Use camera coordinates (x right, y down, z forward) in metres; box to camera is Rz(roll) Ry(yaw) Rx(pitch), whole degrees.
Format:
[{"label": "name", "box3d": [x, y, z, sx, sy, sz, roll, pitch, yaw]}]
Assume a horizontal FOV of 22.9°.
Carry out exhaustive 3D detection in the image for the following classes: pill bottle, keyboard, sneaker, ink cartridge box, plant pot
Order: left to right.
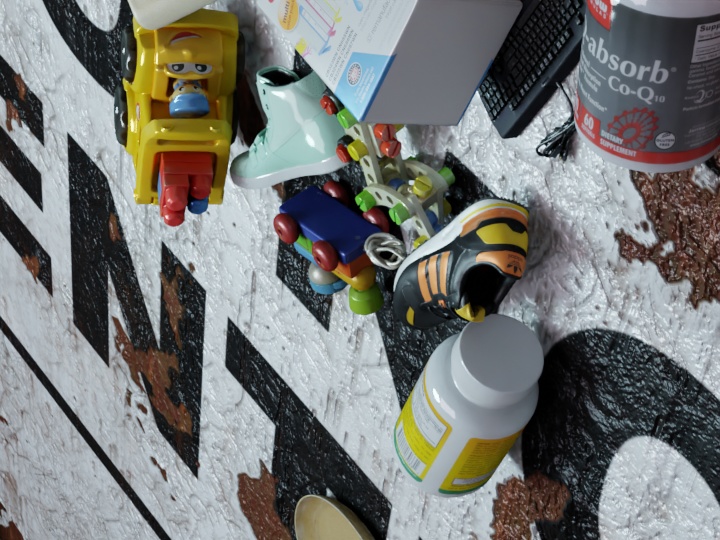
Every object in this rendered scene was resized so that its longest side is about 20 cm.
[{"label": "sneaker", "box3d": [-0.085, -0.155, 1.847, 0.200, 0.074, 0.119, -9, 110, 51]}, {"label": "plant pot", "box3d": [-0.014, 0.363, 2.185, 0.200, 0.027, 0.201, 39, 142, 38]}, {"label": "ink cartridge box", "box3d": [0.014, -0.235, 1.519, 0.200, 0.125, 0.129, 49, 126, 33]}, {"label": "sneaker", "box3d": [0.087, 0.017, 1.631, 0.200, 0.069, 0.091, -47, 33, 46]}, {"label": "pill bottle", "box3d": [0.106, 0.128, 1.706, 0.113, 0.112, 0.201, 54, 150, 20]}, {"label": "keyboard", "box3d": [0.156, -0.166, 1.489, 0.128, 0.020, 0.200, 59, 152, 13]}, {"label": "pill bottle", "box3d": [0.218, -0.181, 1.270, 0.116, 0.115, 0.201, 40, 143, 38]}]

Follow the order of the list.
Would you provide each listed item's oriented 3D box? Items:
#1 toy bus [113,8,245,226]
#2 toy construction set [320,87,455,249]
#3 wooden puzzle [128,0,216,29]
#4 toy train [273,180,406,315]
[{"label": "toy bus", "box3d": [-0.190, -0.153, 1.896, 0.201, 0.134, 0.193, 105, 162, -48]}, {"label": "toy construction set", "box3d": [0.032, -0.121, 1.656, 0.131, 0.092, 0.201, 38, 142, 40]}, {"label": "wooden puzzle", "box3d": [-0.188, -0.365, 1.787, 0.184, 0.046, 0.201, -22, 96, 22]}, {"label": "toy train", "box3d": [0.000, 0.000, 1.828, 0.200, 0.084, 0.116, 35, 150, 43]}]
